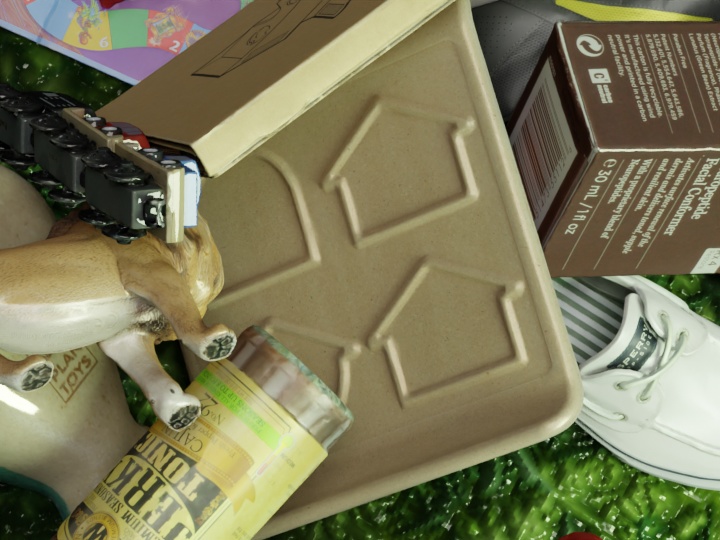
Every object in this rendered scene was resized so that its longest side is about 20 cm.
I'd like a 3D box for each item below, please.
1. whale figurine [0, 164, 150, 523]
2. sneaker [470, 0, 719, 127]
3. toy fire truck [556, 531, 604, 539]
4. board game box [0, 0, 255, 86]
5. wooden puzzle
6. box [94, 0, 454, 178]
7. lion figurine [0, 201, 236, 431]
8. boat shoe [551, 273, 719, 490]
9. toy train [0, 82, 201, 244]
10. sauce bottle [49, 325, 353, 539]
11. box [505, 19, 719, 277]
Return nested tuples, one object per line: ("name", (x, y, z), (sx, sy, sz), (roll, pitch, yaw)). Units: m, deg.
("whale figurine", (-0.165, 0.045, 1.288), (0.200, 0.104, 0.159), (48, 46, -16))
("sneaker", (0.133, -0.112, 1.354), (0.199, 0.074, 0.085), (-10, 85, 3))
("toy fire truck", (0.084, 0.228, 1.216), (0.168, 0.112, 0.200), (-34, 99, 4))
("board game box", (-0.115, -0.178, 1.356), (0.199, 0.039, 0.159), (24, 78, 1))
("wooden puzzle", (0.000, 0.000, 1.293), (0.185, 0.046, 0.201), (-22, 75, 29))
("box", (-0.017, -0.108, 1.285), (0.200, 0.163, 0.021), (-38, 107, -14))
("lion figurine", (-0.131, 0.015, 1.205), (0.199, 0.073, 0.123), (-4, 41, -38))
("boat shoe", (0.112, 0.039, 1.318), (0.199, 0.067, 0.074), (24, 78, 0))
("toy train", (-0.110, -0.046, 1.234), (0.046, 0.200, 0.034), (-4, 106, -24))
("sauce bottle", (-0.089, 0.114, 1.236), (0.065, 0.065, 0.200), (41, 84, 4))
("box", (0.168, -0.052, 1.295), (0.199, 0.100, 0.075), (-3, 57, -19))
